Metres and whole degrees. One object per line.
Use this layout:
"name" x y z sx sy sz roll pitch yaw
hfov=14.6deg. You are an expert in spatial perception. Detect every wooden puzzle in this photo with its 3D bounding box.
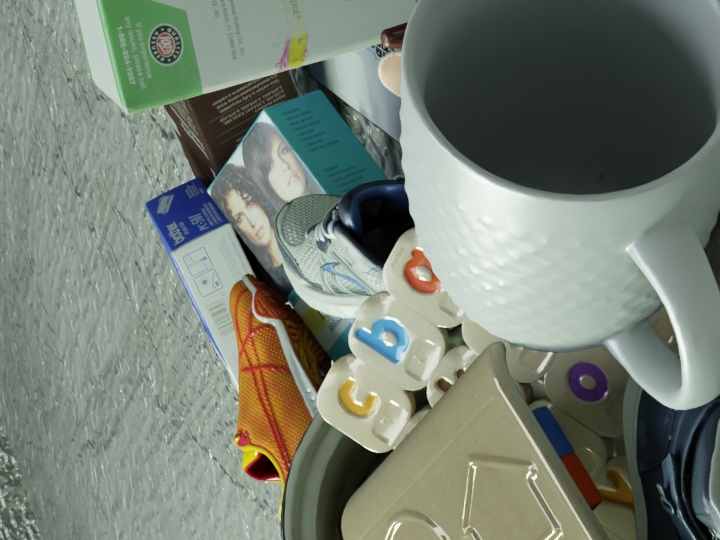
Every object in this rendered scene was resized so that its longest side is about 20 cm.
"wooden puzzle" 0.079 0.156 1.344 0.200 0.046 0.185 63 145 18

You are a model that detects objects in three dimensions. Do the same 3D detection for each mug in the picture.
"mug" 0.104 -0.026 1.252 0.200 0.148 0.175 57 164 27

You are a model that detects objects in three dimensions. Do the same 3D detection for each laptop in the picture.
"laptop" -0.060 -0.172 1.689 0.187 0.116 0.200 -137 34 -61

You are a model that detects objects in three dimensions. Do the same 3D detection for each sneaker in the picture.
"sneaker" 0.179 0.142 1.285 0.146 0.077 0.203 -160 56 -73
"sneaker" 0.013 -0.018 1.489 0.200 0.077 0.085 24 149 53
"sneaker" -0.049 0.073 1.620 0.073 0.077 0.200 39 -163 -36

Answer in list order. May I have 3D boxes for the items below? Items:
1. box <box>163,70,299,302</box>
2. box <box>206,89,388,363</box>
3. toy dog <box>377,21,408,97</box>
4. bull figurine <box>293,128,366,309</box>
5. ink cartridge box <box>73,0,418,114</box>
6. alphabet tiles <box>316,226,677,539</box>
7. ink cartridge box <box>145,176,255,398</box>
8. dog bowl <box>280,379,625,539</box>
"box" -0.075 -0.085 1.828 0.100 0.075 0.200 50 167 50
"box" 0.000 0.000 1.615 0.200 0.049 0.082 53 135 15
"toy dog" 0.052 -0.086 1.439 0.132 0.096 0.200 -128 26 -52
"bull figurine" 0.005 -0.013 1.712 0.200 0.065 0.122 25 129 54
"ink cartridge box" -0.058 -0.185 1.522 0.088 0.200 0.145 -138 34 -67
"alphabet tiles" 0.080 0.075 1.401 0.196 0.015 0.200 33 115 12
"ink cartridge box" -0.073 0.045 1.820 0.200 0.044 0.094 66 175 -25
"dog bowl" 0.061 0.138 1.487 0.074 0.200 0.200 59 -171 -73
